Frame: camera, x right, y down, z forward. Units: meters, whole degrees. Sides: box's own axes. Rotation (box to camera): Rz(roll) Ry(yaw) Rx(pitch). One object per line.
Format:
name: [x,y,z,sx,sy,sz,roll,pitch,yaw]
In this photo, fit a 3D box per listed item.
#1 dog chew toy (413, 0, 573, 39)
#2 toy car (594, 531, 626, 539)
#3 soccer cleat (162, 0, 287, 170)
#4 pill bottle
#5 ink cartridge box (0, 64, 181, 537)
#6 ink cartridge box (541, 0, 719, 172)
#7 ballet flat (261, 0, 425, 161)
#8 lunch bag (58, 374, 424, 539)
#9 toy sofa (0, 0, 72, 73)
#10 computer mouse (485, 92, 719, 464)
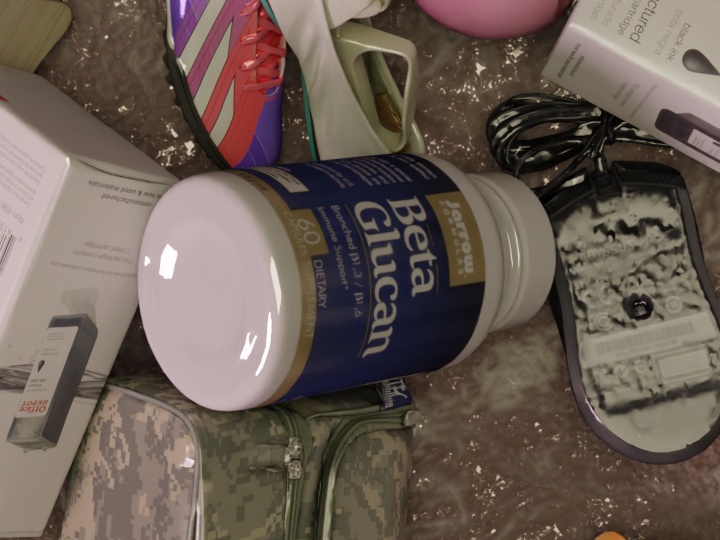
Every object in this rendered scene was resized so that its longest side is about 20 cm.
dog chew toy: [0.028,-0.203,1.075,0.199,0.125,0.125,30,93,10]
toy car: [0.170,0.216,1.076,0.199,0.184,0.178,21,94,31]
soccer cleat: [-0.063,-0.140,1.077,0.073,0.068,0.201,-4,111,24]
pill bottle: [0.000,0.000,1.039,0.111,0.199,0.112,10,104,46]
ink cartridge box: [-0.189,0.012,1.056,0.145,0.084,0.201,36,106,40]
ink cartridge box: [0.214,-0.121,1.062,0.199,0.083,0.146,28,76,1]
ballet flat: [-0.006,-0.123,1.055,0.069,0.070,0.201,-14,133,3]
lunch bag: [-0.053,0.148,1.075,0.167,0.139,0.202,3,93,-38]
toy sofa: [-0.247,-0.090,1.111,0.083,0.097,0.201,32,93,32]
computer mouse: [0.145,0.002,1.109,0.137,0.053,0.202,-8,81,1]
